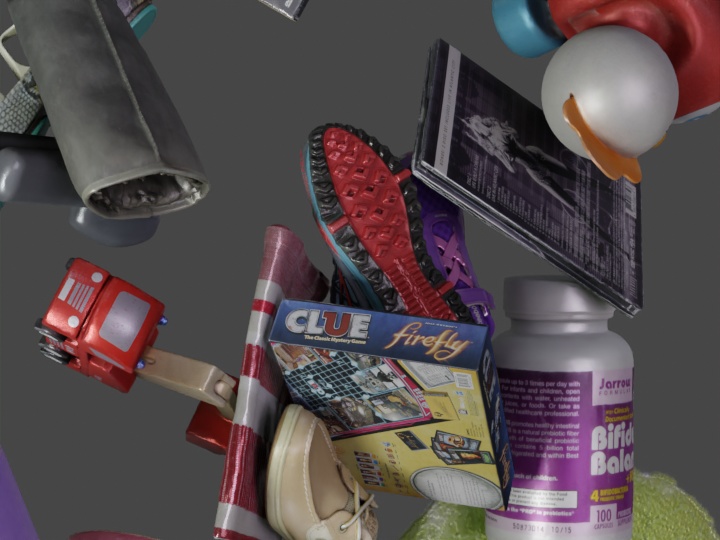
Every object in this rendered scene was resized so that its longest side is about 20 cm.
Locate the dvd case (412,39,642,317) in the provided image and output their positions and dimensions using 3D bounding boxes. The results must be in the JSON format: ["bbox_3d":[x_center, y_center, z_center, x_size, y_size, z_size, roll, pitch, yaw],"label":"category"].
[{"bbox_3d":[0.124,-0.067,1.257,0.200,0.016,0.149,33,38,-20],"label":"dvd case"}]

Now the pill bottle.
[{"bbox_3d":[0.148,0.105,1.296,0.112,0.112,0.201,-3,94,-33],"label":"pill bottle"}]

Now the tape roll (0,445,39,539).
[{"bbox_3d":[-0.278,0.172,0.966,0.200,0.200,0.085,-27,105,-29],"label":"tape roll"}]

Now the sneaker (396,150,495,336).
[{"bbox_3d":[0.059,0.013,1.248,0.080,0.088,0.201,-2,92,-32],"label":"sneaker"}]

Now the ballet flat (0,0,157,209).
[{"bbox_3d":[-0.209,-0.111,1.088,0.072,0.072,0.201,45,69,-26],"label":"ballet flat"}]

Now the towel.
[{"bbox_3d":[-0.057,0.082,1.146,0.023,0.144,0.201,7,79,11],"label":"towel"}]

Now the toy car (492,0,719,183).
[{"bbox_3d":[0.193,-0.132,1.239,0.177,0.184,0.200,39,51,-29],"label":"toy car"}]

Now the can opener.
[{"bbox_3d":[-0.173,-0.043,1.066,0.200,0.053,0.067,0,114,-63],"label":"can opener"}]

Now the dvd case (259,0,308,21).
[{"bbox_3d":[-0.089,-0.268,1.080,0.200,0.016,0.149,31,99,10],"label":"dvd case"}]

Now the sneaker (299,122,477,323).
[{"bbox_3d":[0.000,0.000,1.184,0.079,0.095,0.200,-25,92,-37],"label":"sneaker"}]

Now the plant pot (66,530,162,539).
[{"bbox_3d":[-0.146,0.267,1.077,0.200,0.200,0.179,31,60,-30],"label":"plant pot"}]

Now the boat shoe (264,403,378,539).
[{"bbox_3d":[-0.018,0.162,1.165,0.200,0.065,0.072,79,24,-45],"label":"boat shoe"}]

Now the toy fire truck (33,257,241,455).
[{"bbox_3d":[-0.128,0.058,1.094,0.141,0.200,0.049,26,76,-2],"label":"toy fire truck"}]

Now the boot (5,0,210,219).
[{"bbox_3d":[-0.182,-0.128,0.997,0.182,0.072,0.201,0,69,-45],"label":"boot"}]

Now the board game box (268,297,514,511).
[{"bbox_3d":[0.026,0.092,1.148,0.200,0.135,0.035,75,26,-56],"label":"board game box"}]
